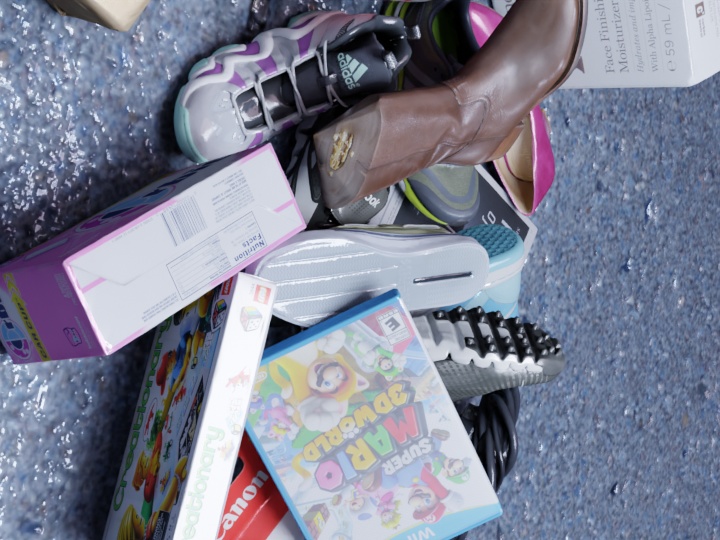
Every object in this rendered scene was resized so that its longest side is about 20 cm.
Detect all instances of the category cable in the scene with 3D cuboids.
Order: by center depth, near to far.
[{"bbox_3d":[0.089,0.187,1.255,0.051,0.163,0.201,27,78,-4],"label":"cable"}]

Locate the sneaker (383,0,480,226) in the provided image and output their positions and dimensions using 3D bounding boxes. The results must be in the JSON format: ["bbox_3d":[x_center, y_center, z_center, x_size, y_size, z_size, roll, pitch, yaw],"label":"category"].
[{"bbox_3d":[0.066,-0.136,1.217,0.073,0.081,0.202,-9,88,-30],"label":"sneaker"}]

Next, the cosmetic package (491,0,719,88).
[{"bbox_3d":[0.238,-0.262,1.332,0.165,0.199,0.166,-30,114,-42],"label":"cosmetic package"}]

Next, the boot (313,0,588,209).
[{"bbox_3d":[0.062,-0.133,1.077,0.199,0.064,0.187,-15,140,-43],"label":"boot"}]

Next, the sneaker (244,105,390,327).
[{"bbox_3d":[-0.026,-0.050,1.146,0.066,0.090,0.201,37,67,-41],"label":"sneaker"}]

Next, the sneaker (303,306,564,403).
[{"bbox_3d":[0.053,0.079,1.140,0.198,0.067,0.091,1,121,-7],"label":"sneaker"}]

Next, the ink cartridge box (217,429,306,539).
[{"bbox_3d":[-0.054,0.212,1.139,0.161,0.050,0.200,-52,132,-10],"label":"ink cartridge box"}]

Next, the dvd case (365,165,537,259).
[{"bbox_3d":[0.073,-0.027,1.303,0.200,0.025,0.151,42,64,-39],"label":"dvd case"}]

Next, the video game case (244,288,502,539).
[{"bbox_3d":[0.003,0.127,1.095,0.142,0.018,0.201,-25,113,2],"label":"video game case"}]

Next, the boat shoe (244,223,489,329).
[{"bbox_3d":[0.000,0.000,1.105,0.199,0.062,0.073,-1,109,-31],"label":"boat shoe"}]

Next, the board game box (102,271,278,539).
[{"bbox_3d":[-0.119,0.103,1.030,0.034,0.126,0.202,18,79,-27],"label":"board game box"}]

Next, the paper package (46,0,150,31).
[{"bbox_3d":[-0.171,-0.280,0.931,0.190,0.103,0.201,40,80,-41],"label":"paper package"}]

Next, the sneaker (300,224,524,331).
[{"bbox_3d":[0.051,0.055,1.230,0.199,0.080,0.131,-20,125,-16],"label":"sneaker"}]

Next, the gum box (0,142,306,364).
[{"bbox_3d":[-0.140,-0.014,1.002,0.200,0.113,0.067,-34,107,-40],"label":"gum box"}]

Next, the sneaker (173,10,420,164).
[{"bbox_3d":[-0.034,-0.141,1.093,0.200,0.139,0.078,-43,122,-37],"label":"sneaker"}]

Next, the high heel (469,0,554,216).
[{"bbox_3d":[0.119,-0.140,1.305,0.200,0.067,0.096,60,32,-47],"label":"high heel"}]
